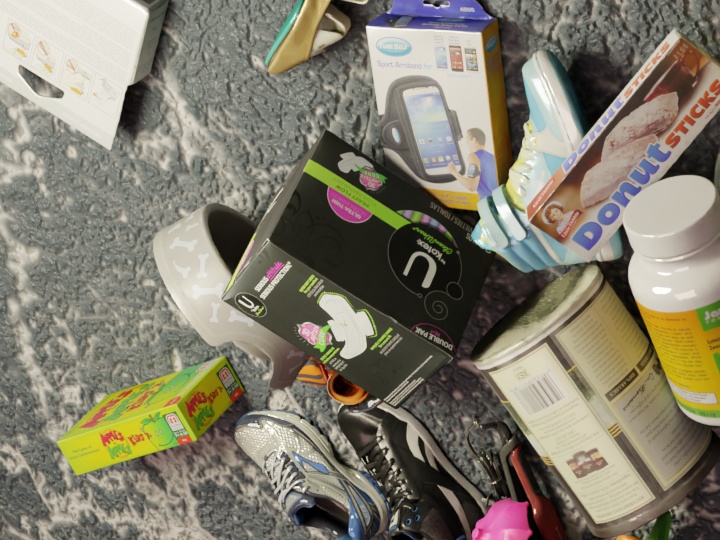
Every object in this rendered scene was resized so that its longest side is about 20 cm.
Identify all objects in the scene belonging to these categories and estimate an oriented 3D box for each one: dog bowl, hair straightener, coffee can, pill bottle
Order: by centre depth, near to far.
[{"bbox_3d":[0.292,0.024,1.474,0.110,0.111,0.201,-5,127,34],"label":"pill bottle"},{"bbox_3d":[0.214,0.118,1.581,0.146,0.146,0.201,-30,99,40],"label":"coffee can"},{"bbox_3d":[-0.112,0.019,1.701,0.059,0.200,0.200,-41,93,16],"label":"dog bowl"},{"bbox_3d":[0.149,0.230,1.757,0.076,0.041,0.201,-11,116,37],"label":"hair straightener"}]

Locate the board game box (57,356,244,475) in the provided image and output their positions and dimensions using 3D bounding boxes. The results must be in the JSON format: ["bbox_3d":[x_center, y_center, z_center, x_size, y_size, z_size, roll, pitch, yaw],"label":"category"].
[{"bbox_3d":[-0.233,0.161,1.916,0.199,0.102,0.048,-19,107,38],"label":"board game box"}]

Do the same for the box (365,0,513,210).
[{"bbox_3d":[0.073,-0.153,1.575,0.118,0.041,0.202,7,123,29],"label":"box"}]

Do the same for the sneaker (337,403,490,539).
[{"bbox_3d":[0.040,0.220,1.775,0.200,0.112,0.073,42,130,3],"label":"sneaker"}]

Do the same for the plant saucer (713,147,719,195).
[{"bbox_3d":[0.383,-0.054,1.434,0.198,0.050,0.202,15,124,24],"label":"plant saucer"}]

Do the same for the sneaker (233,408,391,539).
[{"bbox_3d":[-0.060,0.224,1.858,0.199,0.085,0.078,33,130,11],"label":"sneaker"}]

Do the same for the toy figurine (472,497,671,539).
[{"bbox_3d":[0.196,0.291,1.694,0.182,0.151,0.201,14,154,18],"label":"toy figurine"}]

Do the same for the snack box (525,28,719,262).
[{"bbox_3d":[0.227,-0.103,1.456,0.071,0.024,0.201,31,111,-21],"label":"snack box"}]

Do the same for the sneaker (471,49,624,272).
[{"bbox_3d":[0.145,-0.084,1.522,0.129,0.080,0.202,-16,109,14],"label":"sneaker"}]

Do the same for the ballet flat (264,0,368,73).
[{"bbox_3d":[-0.027,-0.243,1.568,0.063,0.069,0.201,27,131,-3],"label":"ballet flat"}]

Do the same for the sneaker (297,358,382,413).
[{"bbox_3d":[-0.018,0.092,1.730,0.199,0.112,0.078,-20,107,43],"label":"sneaker"}]

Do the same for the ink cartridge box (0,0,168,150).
[{"bbox_3d":[-0.300,-0.244,1.750,0.199,0.044,0.175,32,130,11],"label":"ink cartridge box"}]

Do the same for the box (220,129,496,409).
[{"bbox_3d":[0.000,0.000,1.602,0.199,0.149,0.124,32,143,-9],"label":"box"}]
